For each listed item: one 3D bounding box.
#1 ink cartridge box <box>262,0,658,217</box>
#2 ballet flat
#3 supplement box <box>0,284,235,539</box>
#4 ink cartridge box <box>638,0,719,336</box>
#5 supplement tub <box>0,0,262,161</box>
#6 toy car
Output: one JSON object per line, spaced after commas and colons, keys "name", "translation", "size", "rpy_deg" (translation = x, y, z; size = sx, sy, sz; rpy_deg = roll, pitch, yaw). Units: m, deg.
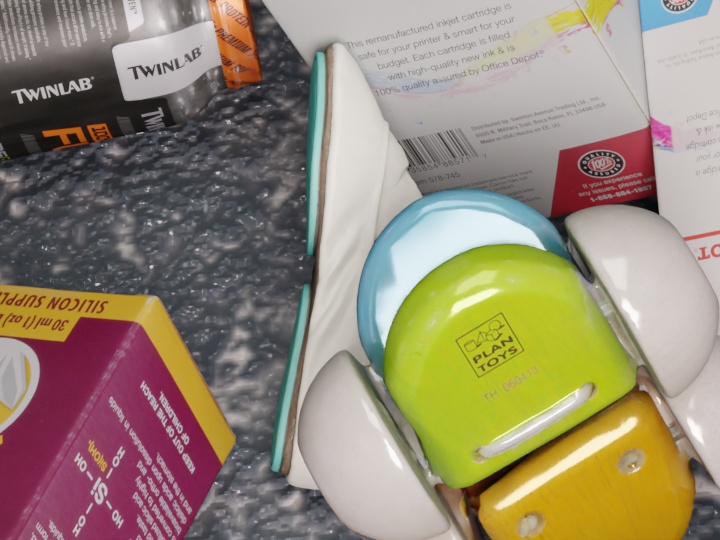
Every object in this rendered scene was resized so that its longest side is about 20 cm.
{"name": "ink cartridge box", "translation": [0.061, -0.141, 1.165], "size": [0.144, 0.200, 0.145], "rpy_deg": [-10, 46, 29]}
{"name": "ballet flat", "translation": [0.000, 0.000, 1.123], "size": [0.069, 0.069, 0.202], "rpy_deg": [6, 91, 15]}
{"name": "supplement box", "translation": [-0.162, 0.110, 1.062], "size": [0.130, 0.104, 0.201], "rpy_deg": [4, 49, 30]}
{"name": "ink cartridge box", "translation": [0.195, -0.054, 1.104], "size": [0.114, 0.068, 0.202], "rpy_deg": [-11, 79, 38]}
{"name": "supplement tub", "translation": [-0.155, -0.124, 1.264], "size": [0.198, 0.123, 0.123], "rpy_deg": [-11, 49, 1]}
{"name": "toy car", "translation": [0.065, 0.046, 1.034], "size": [0.174, 0.200, 0.150], "rpy_deg": [-31, 44, 4]}
